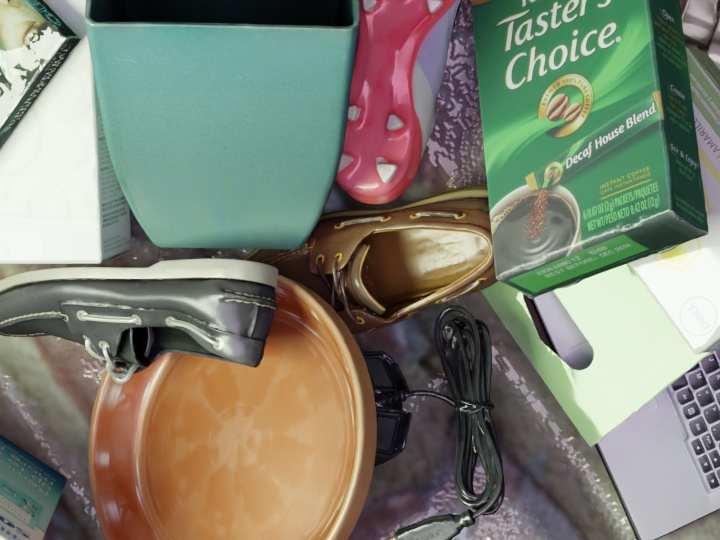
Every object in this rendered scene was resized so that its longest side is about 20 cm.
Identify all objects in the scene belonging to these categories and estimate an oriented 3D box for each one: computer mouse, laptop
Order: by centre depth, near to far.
[{"bbox_3d":[0.226,0.047,1.390,0.199,0.116,0.188,-25,97,-2],"label":"laptop"},{"bbox_3d":[-0.005,0.113,1.399,0.199,0.046,0.141,-17,65,11],"label":"computer mouse"}]

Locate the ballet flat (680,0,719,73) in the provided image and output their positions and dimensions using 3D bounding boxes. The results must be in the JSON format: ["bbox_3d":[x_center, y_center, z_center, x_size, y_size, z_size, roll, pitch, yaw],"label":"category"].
[{"bbox_3d":[0.212,-0.145,1.389,0.069,0.069,0.201,17,97,-4],"label":"ballet flat"}]

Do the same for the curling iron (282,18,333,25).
[{"bbox_3d":[-0.097,-0.152,1.400,0.199,0.026,0.050,5,96,-1],"label":"curling iron"}]

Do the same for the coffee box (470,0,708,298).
[{"bbox_3d":[0.124,-0.096,1.330,0.122,0.044,0.201,-21,59,34],"label":"coffee box"}]

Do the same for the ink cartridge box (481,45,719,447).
[{"bbox_3d":[0.159,-0.010,1.365,0.200,0.048,0.146,-40,75,21],"label":"ink cartridge box"}]

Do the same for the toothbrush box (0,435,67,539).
[{"bbox_3d":[-0.256,0.134,1.348,0.146,0.200,0.086,33,96,-5],"label":"toothbrush box"}]

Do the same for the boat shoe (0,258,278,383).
[{"bbox_3d":[-0.138,0.032,1.367,0.199,0.073,0.063,-5,79,28],"label":"boat shoe"}]

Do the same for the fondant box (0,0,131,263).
[{"bbox_3d":[-0.212,-0.106,1.371,0.143,0.058,0.201,0,97,14],"label":"fondant box"}]

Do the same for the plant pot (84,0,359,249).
[{"bbox_3d":[-0.075,-0.110,1.321,0.140,0.142,0.201,1,138,-2],"label":"plant pot"}]

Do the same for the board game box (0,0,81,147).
[{"bbox_3d":[-0.265,-0.098,1.342,0.135,0.028,0.200,41,106,8],"label":"board game box"}]

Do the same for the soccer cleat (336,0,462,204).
[{"bbox_3d":[0.028,-0.137,1.387,0.066,0.076,0.201,15,90,9],"label":"soccer cleat"}]

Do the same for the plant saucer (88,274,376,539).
[{"bbox_3d":[-0.073,0.099,1.371,0.199,0.032,0.202,-8,76,33],"label":"plant saucer"}]

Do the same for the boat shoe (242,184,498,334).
[{"bbox_3d":[0.001,0.000,1.387,0.199,0.068,0.072,-17,97,18],"label":"boat shoe"}]
